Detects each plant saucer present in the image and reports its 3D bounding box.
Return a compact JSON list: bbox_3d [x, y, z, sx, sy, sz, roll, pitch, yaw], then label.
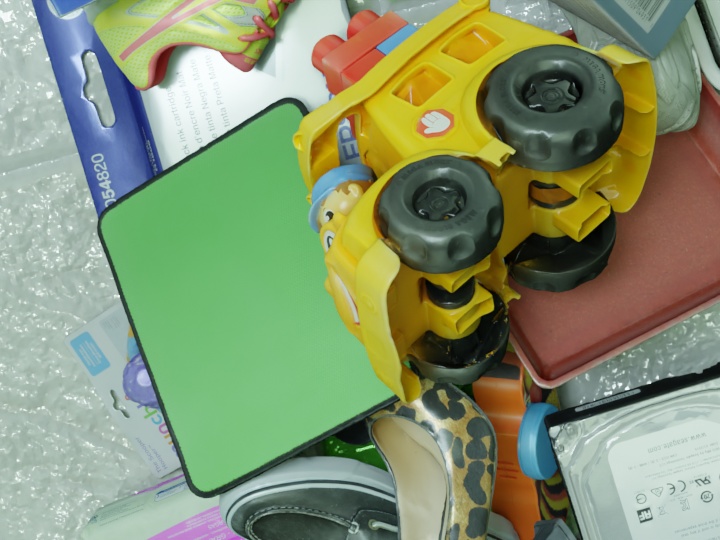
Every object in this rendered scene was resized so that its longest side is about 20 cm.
[{"bbox_3d":[0.140,-0.047,0.807,0.200,0.037,0.200,-26,69,-12],"label":"plant saucer"}]

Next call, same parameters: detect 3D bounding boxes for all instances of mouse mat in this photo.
[{"bbox_3d":[-0.067,0.015,0.788,0.161,0.008,0.200,-29,71,17],"label":"mouse mat"}]

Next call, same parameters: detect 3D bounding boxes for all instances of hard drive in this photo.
[{"bbox_3d":[0.201,0.161,0.773,0.140,0.038,0.200,-17,96,5],"label":"hard drive"}]

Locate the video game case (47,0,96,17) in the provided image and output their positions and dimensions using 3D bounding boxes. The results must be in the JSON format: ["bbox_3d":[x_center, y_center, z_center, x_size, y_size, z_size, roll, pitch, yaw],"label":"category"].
[{"bbox_3d":[-0.095,-0.238,0.767,0.200,0.181,0.045,-24,124,4],"label":"video game case"}]

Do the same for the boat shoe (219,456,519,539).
[{"bbox_3d":[0.012,0.167,0.803,0.200,0.071,0.072,14,129,-17],"label":"boat shoe"}]

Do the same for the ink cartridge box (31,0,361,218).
[{"bbox_3d":[-0.101,-0.136,0.849,0.200,0.041,0.200,-16,97,3],"label":"ink cartridge box"}]

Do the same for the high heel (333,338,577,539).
[{"bbox_3d":[0.020,0.137,0.751,0.200,0.071,0.143,48,59,1],"label":"high heel"}]

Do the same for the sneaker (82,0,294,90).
[{"bbox_3d":[-0.066,-0.167,0.791,0.200,0.078,0.090,-19,97,13],"label":"sneaker"}]

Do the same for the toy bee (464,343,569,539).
[{"bbox_3d":[0.107,0.081,0.843,0.131,0.109,0.200,20,139,16],"label":"toy bee"}]

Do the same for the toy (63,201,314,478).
[{"bbox_3d":[-0.100,0.055,0.834,0.200,0.047,0.115,-31,94,27],"label":"toy"}]

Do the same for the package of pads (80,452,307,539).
[{"bbox_3d":[-0.070,0.223,0.884,0.154,0.068,0.200,-23,97,5],"label":"package of pads"}]

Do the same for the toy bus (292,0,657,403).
[{"bbox_3d":[0.032,-0.059,0.723,0.192,0.136,0.200,37,67,27],"label":"toy bus"}]

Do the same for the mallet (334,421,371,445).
[{"bbox_3d":[-0.057,0.036,0.876,0.200,0.066,0.041,37,125,11],"label":"mallet"}]

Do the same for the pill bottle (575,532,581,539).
[{"bbox_3d":[0.219,0.162,0.848,0.113,0.113,0.200,39,97,-4],"label":"pill bottle"}]

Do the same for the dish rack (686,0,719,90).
[{"bbox_3d":[0.264,-0.224,0.831,0.172,0.044,0.200,-21,97,3],"label":"dish rack"}]

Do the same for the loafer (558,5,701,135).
[{"bbox_3d":[0.155,-0.172,0.813,0.070,0.070,0.200,-25,68,34],"label":"loafer"}]

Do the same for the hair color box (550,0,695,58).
[{"bbox_3d":[0.091,-0.203,0.757,0.200,0.099,0.061,39,100,35],"label":"hair color box"}]
